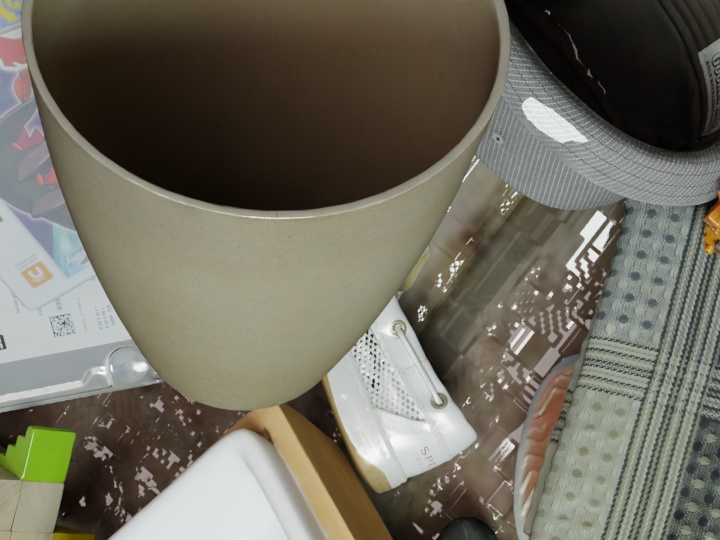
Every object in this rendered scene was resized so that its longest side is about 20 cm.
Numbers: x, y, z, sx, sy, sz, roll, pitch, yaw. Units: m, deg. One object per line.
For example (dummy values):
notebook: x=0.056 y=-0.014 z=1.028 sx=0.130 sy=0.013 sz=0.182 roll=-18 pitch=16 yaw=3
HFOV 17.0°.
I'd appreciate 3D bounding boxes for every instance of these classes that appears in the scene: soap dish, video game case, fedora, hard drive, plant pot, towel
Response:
soap dish: x=-0.033 y=0.181 z=1.065 sx=0.157 sy=0.081 sz=0.201 roll=-43 pitch=66 yaw=27
video game case: x=-0.115 y=-0.091 z=1.046 sx=0.199 sy=0.023 sz=0.183 roll=-29 pitch=125 yaw=13
fedora: x=0.085 y=-0.106 z=1.053 sx=0.200 sy=0.177 sz=0.090 roll=52 pitch=137 yaw=-1
hard drive: x=-0.144 y=-0.006 z=1.140 sx=0.198 sy=0.038 sz=0.141 roll=-10 pitch=114 yaw=5
plant pot: x=-0.046 y=-0.036 z=0.987 sx=0.187 sy=0.187 sz=0.201 roll=33 pitch=146 yaw=16
towel: x=0.179 y=0.076 z=1.034 sx=0.191 sy=0.035 sz=0.201 roll=15 pitch=68 yaw=12

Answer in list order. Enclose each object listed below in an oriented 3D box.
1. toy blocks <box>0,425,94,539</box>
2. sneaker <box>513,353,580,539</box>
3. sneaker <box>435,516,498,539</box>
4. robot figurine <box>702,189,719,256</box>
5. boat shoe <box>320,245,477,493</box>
toy blocks: x=-0.219 y=0.155 z=1.189 sx=0.136 sy=0.099 sz=0.202 roll=21 pitch=99 yaw=47
sneaker: x=0.125 y=0.138 z=1.086 sx=0.071 sy=0.080 sz=0.201 roll=-24 pitch=64 yaw=36
sneaker: x=-0.007 y=0.192 z=1.130 sx=0.091 sy=0.076 sz=0.201 roll=38 pitch=102 yaw=20
robot figurine: x=0.251 y=0.002 z=1.007 sx=0.199 sy=0.058 sz=0.145 roll=34 pitch=74 yaw=18
boat shoe: x=0.000 y=0.000 z=1.124 sx=0.069 sy=0.071 sz=0.201 roll=-22 pitch=81 yaw=2
